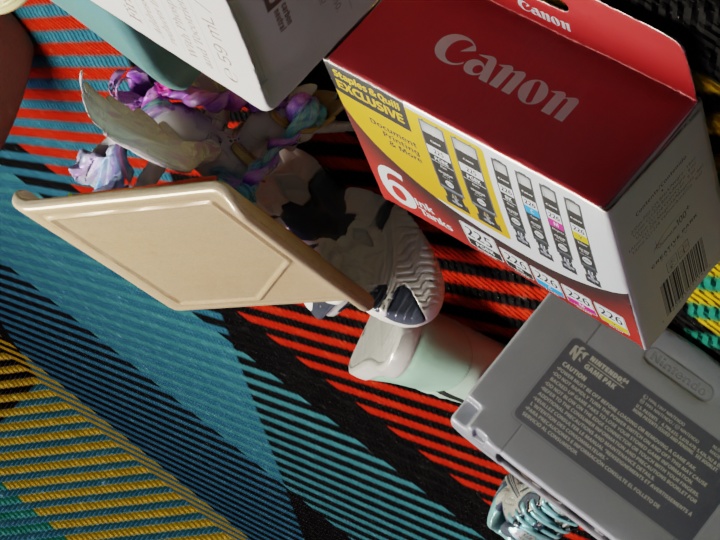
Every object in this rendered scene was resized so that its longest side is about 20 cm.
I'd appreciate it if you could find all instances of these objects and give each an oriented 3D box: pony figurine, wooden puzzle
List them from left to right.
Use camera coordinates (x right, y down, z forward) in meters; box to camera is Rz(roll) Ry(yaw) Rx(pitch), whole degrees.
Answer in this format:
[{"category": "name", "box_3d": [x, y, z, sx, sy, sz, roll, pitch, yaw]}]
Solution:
[{"category": "pony figurine", "box_3d": [-0.122, -0.099, 1.255, 0.192, 0.167, 0.200, 26, 139, -20]}, {"category": "wooden puzzle", "box_3d": [-0.112, -0.019, 1.241, 0.199, 0.037, 0.185, 1, 158, 33]}]

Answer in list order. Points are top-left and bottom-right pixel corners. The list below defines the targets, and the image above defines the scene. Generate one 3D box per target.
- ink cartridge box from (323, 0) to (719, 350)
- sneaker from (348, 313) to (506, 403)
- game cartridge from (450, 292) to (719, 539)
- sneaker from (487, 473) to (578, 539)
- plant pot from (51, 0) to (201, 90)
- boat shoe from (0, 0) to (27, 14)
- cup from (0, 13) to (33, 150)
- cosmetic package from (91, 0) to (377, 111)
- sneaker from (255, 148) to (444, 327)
[{"category": "ink cartridge box", "box_3d": [0.085, -0.076, 0.958, 0.199, 0.084, 0.176, 31, 161, 34]}, {"category": "sneaker", "box_3d": [0.061, 0.073, 1.424, 0.118, 0.074, 0.200, 23, -179, -10]}, {"category": "game cartridge", "box_3d": [0.173, 0.104, 1.126, 0.200, 0.133, 0.042, 37, 163, 19]}, {"category": "sneaker", "box_3d": [0.162, 0.194, 1.471, 0.078, 0.086, 0.200, 42, 164, -5]}, {"category": "plant pot", "box_3d": [-0.126, -0.198, 1.049, 0.141, 0.142, 0.200, 37, 171, 17]}, {"category": "boat shoe", "box_3d": [-0.326, -0.263, 1.445, 0.199, 0.073, 0.063, 29, 163, 39]}, {"category": "cup", "box_3d": [-0.384, -0.187, 1.649, 0.200, 0.143, 0.201, 37, 163, 13]}, {"category": "cosmetic package", "box_3d": [-0.077, -0.216, 0.823, 0.199, 0.166, 0.168, 34, 162, 29]}, {"category": "sneaker", "box_3d": [0.000, 0.000, 1.362, 0.199, 0.080, 0.130, 31, 162, 32]}]
